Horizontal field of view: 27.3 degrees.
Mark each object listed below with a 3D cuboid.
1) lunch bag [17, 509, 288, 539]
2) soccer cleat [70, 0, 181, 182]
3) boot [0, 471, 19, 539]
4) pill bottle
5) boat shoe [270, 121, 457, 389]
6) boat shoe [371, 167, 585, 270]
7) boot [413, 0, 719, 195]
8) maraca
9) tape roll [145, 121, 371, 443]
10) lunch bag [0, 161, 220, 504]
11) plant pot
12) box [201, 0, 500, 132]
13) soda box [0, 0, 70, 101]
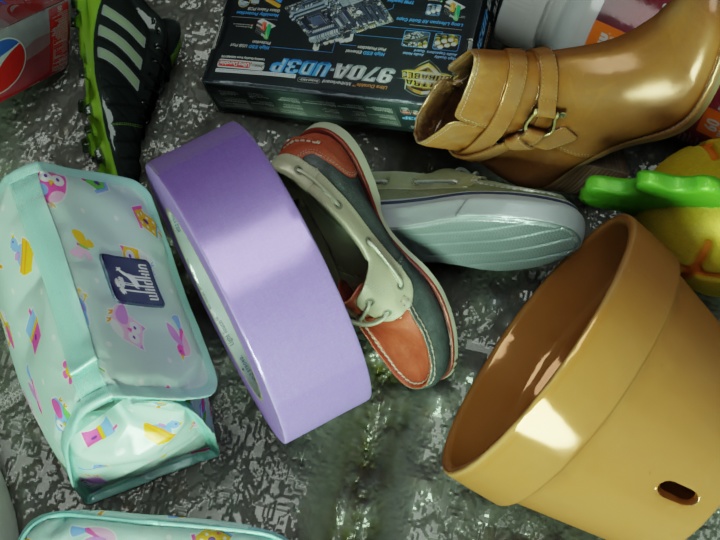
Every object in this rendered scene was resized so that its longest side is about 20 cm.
[{"bbox_3d":[-0.127,0.239,0.937,0.198,0.077,0.162,6,69,2],"label":"lunch bag"},{"bbox_3d":[-0.169,-0.146,1.093,0.080,0.068,0.201,-4,68,-15],"label":"soccer cleat"},{"bbox_3d":[-0.294,0.138,0.981,0.090,0.073,0.201,-20,83,14],"label":"boot"},{"bbox_3d":[0.204,-0.168,1.074,0.199,0.110,0.110,26,71,9],"label":"pill bottle"},{"bbox_3d":[0.000,0.000,0.990,0.063,0.071,0.201,-48,116,-49],"label":"boat shoe"},{"bbox_3d":[0.059,-0.043,1.023,0.199,0.072,0.062,1,60,25],"label":"boat shoe"},{"bbox_3d":[0.139,-0.126,0.971,0.154,0.200,0.074,13,43,-24],"label":"boot"},{"bbox_3d":[0.237,-0.039,0.992,0.199,0.137,0.108,13,77,-36],"label":"maraca"},{"bbox_3d":[-0.067,0.008,0.959,0.065,0.200,0.201,-27,71,-9],"label":"tape roll"},{"bbox_3d":[-0.166,0.038,0.948,0.121,0.200,0.171,-19,69,-7],"label":"lunch bag"},{"bbox_3d":[0.165,0.084,0.946,0.140,0.200,0.201,35,72,-4],"label":"plant pot"},{"bbox_3d":[-0.002,-0.187,1.092,0.199,0.046,0.160,7,69,18],"label":"box"},{"bbox_3d":[-0.298,-0.145,1.042,0.070,0.064,0.200,31,44,24],"label":"soda box"}]
